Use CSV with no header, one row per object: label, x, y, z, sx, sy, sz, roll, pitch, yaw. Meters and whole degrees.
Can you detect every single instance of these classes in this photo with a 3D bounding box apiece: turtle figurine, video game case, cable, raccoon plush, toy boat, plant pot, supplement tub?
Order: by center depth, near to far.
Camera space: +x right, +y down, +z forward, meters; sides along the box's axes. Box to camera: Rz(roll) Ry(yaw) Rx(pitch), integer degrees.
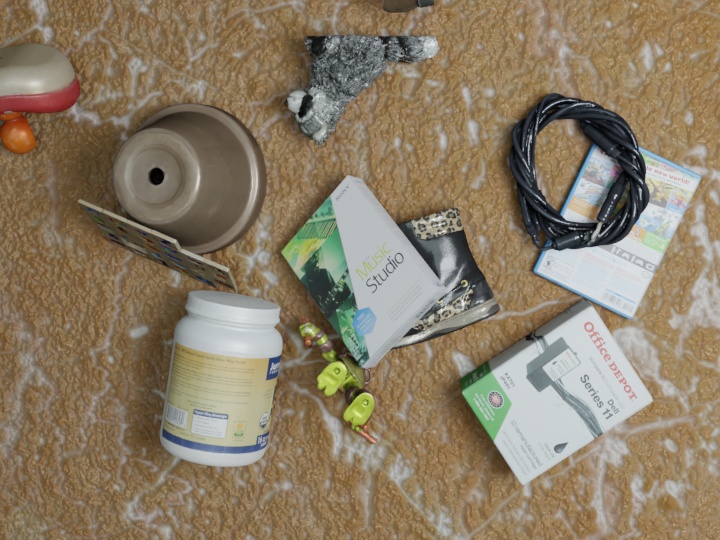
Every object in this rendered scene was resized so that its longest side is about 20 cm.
cable,0.272,-0.129,1.167,0.161,0.051,0.203,-12,82,20
plant pot,-0.230,-0.117,1.183,0.197,0.175,0.204,0,93,6
turtle figurine,-0.014,0.146,1.192,0.064,0.161,0.202,-27,97,-2
raccoon plush,0.002,-0.231,1.193,0.196,0.097,0.136,1,102,7
video game case,0.328,-0.059,1.197,0.142,0.018,0.202,25,97,5
supplement tub,-0.178,0.136,1.207,0.142,0.144,0.203,10,95,6
toy boat,-0.469,-0.219,1.246,0.197,0.131,0.132,-9,123,8

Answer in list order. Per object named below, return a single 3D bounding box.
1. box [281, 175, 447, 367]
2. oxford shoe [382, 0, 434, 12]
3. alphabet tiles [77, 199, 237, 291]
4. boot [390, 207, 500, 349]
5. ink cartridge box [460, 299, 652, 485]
box,0.000,0.000,1.183,0.145,0.036,0.201,-47,63,20
oxford shoe,0.028,-0.414,1.132,0.083,0.073,0.203,-12,91,10
alphabet tiles,-0.253,-0.025,1.198,0.197,0.167,0.008,22,75,5
boot,0.067,0.016,1.207,0.197,0.073,0.153,-18,87,16
ink cartridge box,0.247,0.152,1.187,0.199,0.083,0.148,-35,90,7
